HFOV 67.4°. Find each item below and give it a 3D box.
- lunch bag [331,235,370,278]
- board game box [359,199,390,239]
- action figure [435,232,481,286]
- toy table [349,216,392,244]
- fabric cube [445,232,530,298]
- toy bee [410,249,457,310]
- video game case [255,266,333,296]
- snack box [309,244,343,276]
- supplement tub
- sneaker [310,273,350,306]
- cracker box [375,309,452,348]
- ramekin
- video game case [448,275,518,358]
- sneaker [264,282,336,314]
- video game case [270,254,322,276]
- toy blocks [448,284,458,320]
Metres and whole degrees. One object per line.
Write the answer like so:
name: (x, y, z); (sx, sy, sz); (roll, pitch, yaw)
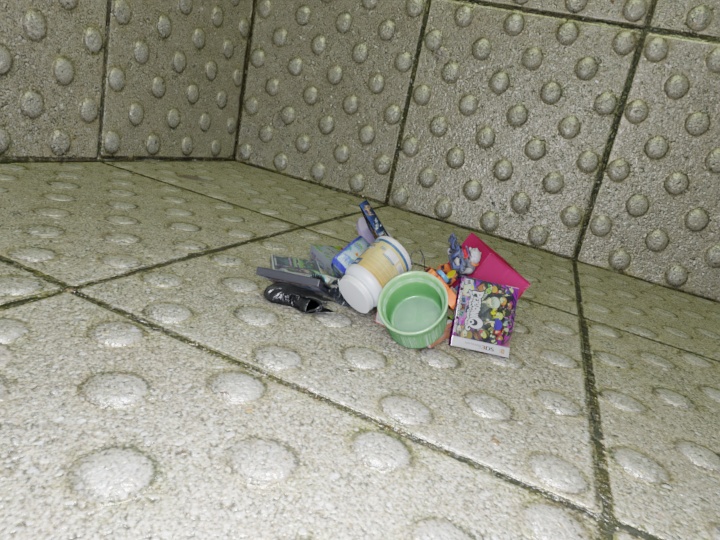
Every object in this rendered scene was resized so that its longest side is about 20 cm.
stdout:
lunch bag: (0.000, 0.000, 1.746); (0.170, 0.128, 0.200); (42, 20, 3)
board game box: (0.065, -0.116, 1.773); (0.034, 0.136, 0.203); (-28, 57, -1)
action figure: (0.306, -0.019, 1.736); (0.104, 0.191, 0.203); (40, 33, -25)
toy table: (0.042, -0.076, 1.910); (0.180, 0.118, 0.203); (-4, 49, -39)
fabric cube: (0.413, 0.033, 1.821); (0.197, 0.198, 0.200); (33, 12, -20)
toy bee: (0.228, 0.026, 1.635); (0.127, 0.206, 0.109); (-19, -1, -1)
video game case: (-0.192, 0.035, 1.612); (0.193, 0.026, 0.181); (12, -9, 13)
snack box: (-0.091, -0.038, 2.042); (0.139, 0.055, 0.199); (1, 22, -34)
supplement tub: (0.043, 0.012, 1.593); (0.142, 0.147, 0.200); (24, 56, 37)
sneaker: (-0.067, 0.053, 1.719); (0.196, 0.080, 0.085); (22, 15, 29)
cracker box: (0.159, 0.151, 1.599); (0.196, 0.060, 0.133); (23, 19, 29)
ramekin: (0.149, 0.113, 1.484); (0.193, 0.099, 0.205); (-9, 51, 10)
video game case: (0.356, 0.134, 1.562); (0.175, 0.207, 0.036); (12, -7, -3)
sneaker: (-0.173, 0.084, 1.552); (0.194, 0.062, 0.104); (9, 11, -26)
video game case: (-0.225, -0.007, 1.888); (0.176, 0.024, 0.200); (9, 16, -15)
toy blocks: (0.330, 0.106, 1.646); (0.200, 0.137, 0.100); (45, 3, 37)
